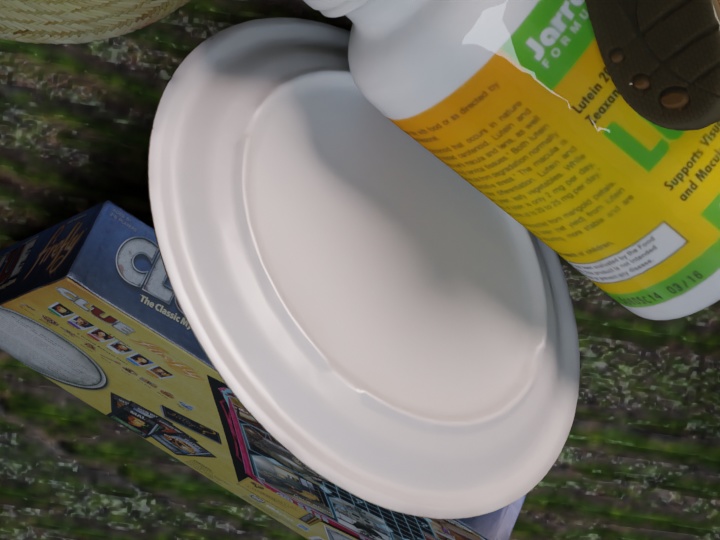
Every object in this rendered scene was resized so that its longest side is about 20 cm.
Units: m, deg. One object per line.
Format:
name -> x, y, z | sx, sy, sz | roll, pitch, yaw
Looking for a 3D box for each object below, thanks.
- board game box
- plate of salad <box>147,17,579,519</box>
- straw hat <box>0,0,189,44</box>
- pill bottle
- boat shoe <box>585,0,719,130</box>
board game box -> -0.047, 0.049, 0.927 | 0.200, 0.135, 0.035 | 34, 69, -19
plate of salad -> 0.000, 0.000, 0.865 | 0.200, 0.200, 0.048 | 38, 133, -20
straw hat -> -0.121, -0.154, 0.830 | 0.200, 0.085, 0.202 | -1, 119, -1
pill bottle -> 0.067, -0.081, 0.861 | 0.200, 0.111, 0.111 | 37, 112, -20
boat shoe -> 0.103, -0.150, 0.788 | 0.067, 0.072, 0.201 | -23, 104, -37
